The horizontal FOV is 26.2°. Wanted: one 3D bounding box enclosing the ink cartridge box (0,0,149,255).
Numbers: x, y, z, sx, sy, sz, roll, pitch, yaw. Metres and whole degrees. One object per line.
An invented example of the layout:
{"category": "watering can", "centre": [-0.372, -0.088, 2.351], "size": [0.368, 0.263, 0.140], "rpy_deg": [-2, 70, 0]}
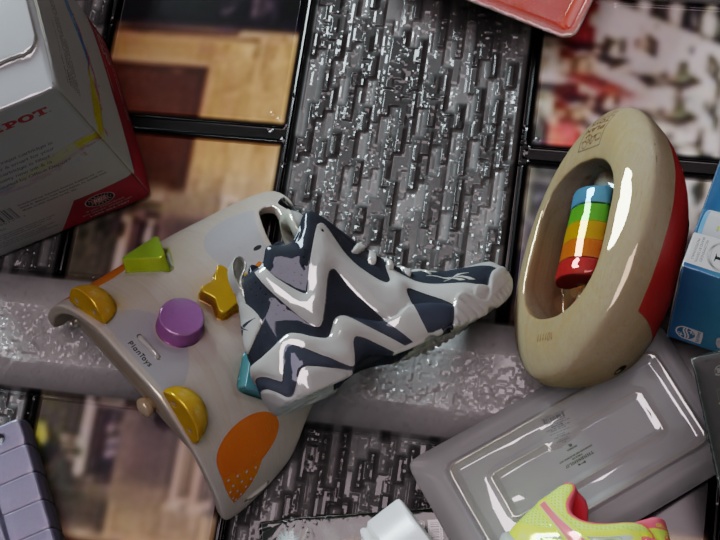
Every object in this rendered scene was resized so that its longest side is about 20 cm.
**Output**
{"category": "ink cartridge box", "centre": [-0.257, -0.122, 1.077], "size": [0.144, 0.200, 0.146], "rpy_deg": [-20, 70, 3]}

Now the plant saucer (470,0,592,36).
{"category": "plant saucer", "centre": [0.109, -0.283, 1.141], "size": [0.198, 0.037, 0.201], "rpy_deg": [24, 79, 17]}

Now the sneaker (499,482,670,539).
{"category": "sneaker", "centre": [0.165, 0.190, 0.907], "size": [0.199, 0.078, 0.091], "rpy_deg": [31, 74, 36]}

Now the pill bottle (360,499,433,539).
{"category": "pill bottle", "centre": [-0.025, 0.237, 0.936], "size": [0.199, 0.120, 0.120], "rpy_deg": [-39, 70, -3]}

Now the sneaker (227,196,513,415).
{"category": "sneaker", "centre": [0.000, 0.000, 1.023], "size": [0.197, 0.079, 0.131], "rpy_deg": [-23, 82, -20]}

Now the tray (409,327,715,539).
{"category": "tray", "centre": [0.141, 0.122, 1.008], "size": [0.198, 0.022, 0.108], "rpy_deg": [-28, 70, -9]}

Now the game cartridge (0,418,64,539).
{"category": "game cartridge", "centre": [-0.305, 0.200, 1.076], "size": [0.198, 0.038, 0.131], "rpy_deg": [-23, 66, 2]}

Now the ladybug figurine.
{"category": "ladybug figurine", "centre": [0.164, -0.013, 1.017], "size": [0.071, 0.135, 0.202], "rpy_deg": [24, 71, -22]}

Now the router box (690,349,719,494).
{"category": "router box", "centre": [0.301, 0.103, 0.876], "size": [0.198, 0.062, 0.152], "rpy_deg": [-13, 85, 19]}

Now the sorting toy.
{"category": "sorting toy", "centre": [-0.090, 0.030, 1.070], "size": [0.179, 0.107, 0.200], "rpy_deg": [-37, 69, -23]}

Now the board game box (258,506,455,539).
{"category": "board game box", "centre": [0.002, 0.259, 1.002], "size": [0.133, 0.028, 0.203], "rpy_deg": [-5, 73, 9]}

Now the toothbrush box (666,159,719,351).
{"category": "toothbrush box", "centre": [0.313, -0.005, 0.981], "size": [0.198, 0.086, 0.147], "rpy_deg": [20, 60, 15]}
